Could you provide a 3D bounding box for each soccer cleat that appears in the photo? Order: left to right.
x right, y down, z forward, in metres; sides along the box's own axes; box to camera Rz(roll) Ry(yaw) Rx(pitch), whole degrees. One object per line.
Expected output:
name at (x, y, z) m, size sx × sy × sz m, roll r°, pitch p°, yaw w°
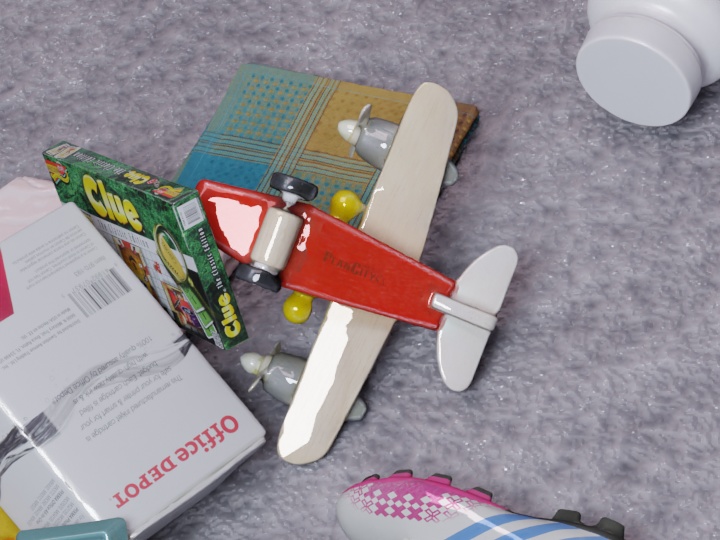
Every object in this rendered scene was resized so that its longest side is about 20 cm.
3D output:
soccer cleat at (0.066, 0.175, 1.319) m, size 0.199 × 0.070 × 0.087 m, roll 8°, pitch 53°, yaw 26°

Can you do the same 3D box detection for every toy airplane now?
toy airplane at (0.000, 0.000, 1.449) m, size 0.199 × 0.200 × 0.141 m, roll -26°, pitch 13°, yaw -15°

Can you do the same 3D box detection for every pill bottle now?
pill bottle at (0.228, -0.202, 1.561) m, size 0.113 × 0.113 × 0.200 m, roll 12°, pitch 55°, yaw 28°

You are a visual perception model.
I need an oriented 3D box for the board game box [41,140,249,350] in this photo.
board game box at (-0.141, -0.019, 1.439) m, size 0.023 × 0.105 × 0.200 m, roll -26°, pitch 23°, yaw -24°

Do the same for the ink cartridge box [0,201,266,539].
ink cartridge box at (-0.179, 0.078, 1.392) m, size 0.200 × 0.083 × 0.145 m, roll 49°, pitch 47°, yaw 7°

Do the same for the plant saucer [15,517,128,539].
plant saucer at (-0.158, 0.247, 1.293) m, size 0.070 × 0.019 × 0.201 m, roll -9°, pitch 86°, yaw 13°

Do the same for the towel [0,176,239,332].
towel at (-0.206, 0.014, 1.561) m, size 0.199 × 0.032 × 0.191 m, roll 15°, pitch 46°, yaw 23°

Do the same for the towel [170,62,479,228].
towel at (-0.029, -0.080, 1.612) m, size 0.199 × 0.022 × 0.147 m, roll 13°, pitch 57°, yaw 26°

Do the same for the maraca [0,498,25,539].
maraca at (-0.279, 0.166, 1.419) m, size 0.199 × 0.107 × 0.137 m, roll 26°, pitch 76°, yaw 24°
